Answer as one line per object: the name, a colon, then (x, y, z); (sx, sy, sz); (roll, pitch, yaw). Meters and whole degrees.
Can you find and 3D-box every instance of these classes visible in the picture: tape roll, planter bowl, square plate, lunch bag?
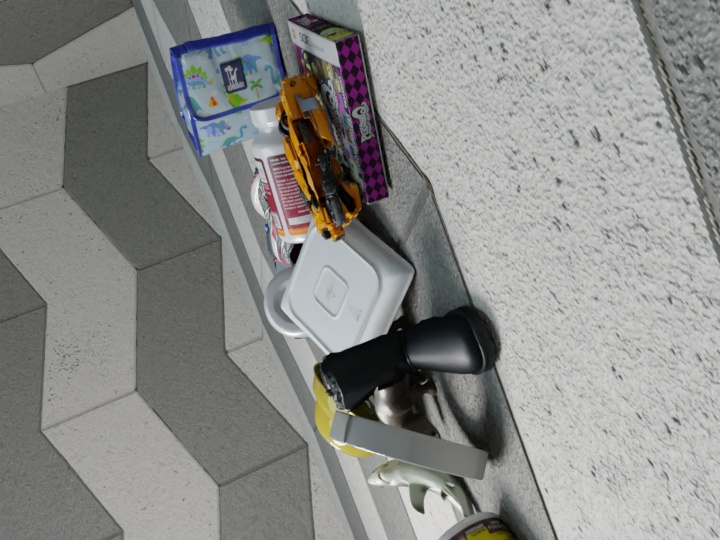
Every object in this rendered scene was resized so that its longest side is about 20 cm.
tape roll: (0.059, 0.217, 0.888); (0.203, 0.201, 0.037); (149, 137, -75)
planter bowl: (-0.012, 0.240, 1.147); (0.199, 0.084, 0.200); (33, -172, -5)
square plate: (-0.032, 0.028, 0.985); (0.198, 0.028, 0.202); (42, 122, 34)
lunch bag: (-0.213, -0.302, 1.159); (0.128, 0.169, 0.201); (61, 162, 27)

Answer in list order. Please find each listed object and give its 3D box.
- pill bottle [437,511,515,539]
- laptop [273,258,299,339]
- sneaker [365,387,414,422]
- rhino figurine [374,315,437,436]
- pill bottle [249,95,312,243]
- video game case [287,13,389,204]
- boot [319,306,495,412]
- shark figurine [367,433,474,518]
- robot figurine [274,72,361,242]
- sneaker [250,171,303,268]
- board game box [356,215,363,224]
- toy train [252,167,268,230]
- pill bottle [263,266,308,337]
pill bottle: (0.177, 0.409, 0.870); (0.201, 0.108, 0.110); (55, 161, 40)
laptop: (-0.113, 0.059, 1.393); (0.199, 0.103, 0.179); (-9, 98, 41)
sneaker: (0.024, 0.133, 1.089); (0.201, 0.088, 0.077); (59, -172, 3)
rhino figurine: (0.057, 0.173, 1.011); (0.060, 0.087, 0.202); (-163, 53, -72)
pill bottle: (-0.094, -0.152, 1.053); (0.113, 0.112, 0.202); (-141, 33, -62)
video game case: (-0.029, -0.206, 0.891); (0.181, 0.035, 0.202); (-130, 24, -55)
boot: (0.044, 0.107, 0.808); (0.077, 0.167, 0.200); (68, 165, -2)
shark figurine: (0.128, 0.339, 1.069); (0.214, 0.128, 0.089); (37, 176, 32)
robot figurine: (-0.053, -0.135, 0.891); (0.145, 0.058, 0.202); (150, 99, -77)
sneaker: (-0.118, -0.087, 1.164); (0.074, 0.080, 0.201); (35, 149, 43)
board game box: (0.000, 0.000, 1.093); (0.105, 0.023, 0.200); (61, 164, 16)
toy train: (-0.145, -0.114, 1.318); (0.115, 0.086, 0.202); (-113, 11, -51)
pill bottle: (-0.075, 0.056, 1.184); (0.112, 0.110, 0.200); (65, -167, 11)
